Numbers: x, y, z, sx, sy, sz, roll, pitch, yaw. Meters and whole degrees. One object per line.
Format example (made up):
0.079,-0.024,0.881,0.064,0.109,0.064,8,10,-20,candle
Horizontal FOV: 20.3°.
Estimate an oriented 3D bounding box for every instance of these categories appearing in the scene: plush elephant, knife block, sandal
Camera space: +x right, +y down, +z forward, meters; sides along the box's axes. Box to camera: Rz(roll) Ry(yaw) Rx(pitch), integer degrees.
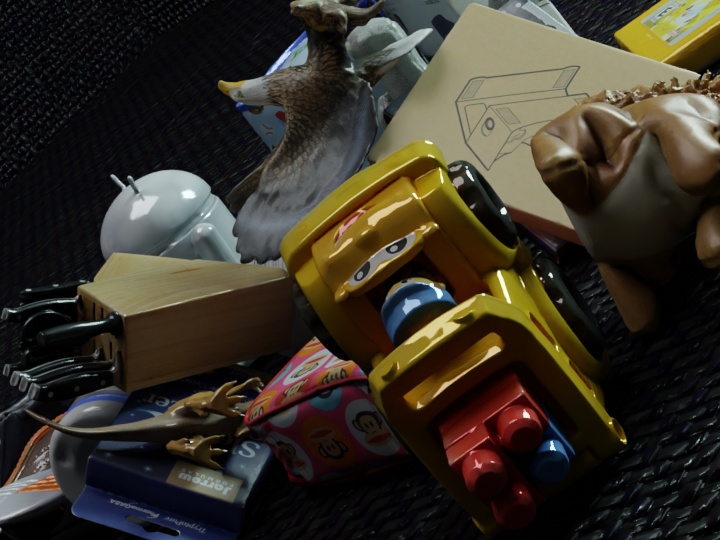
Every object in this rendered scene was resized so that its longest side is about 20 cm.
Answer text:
0.096,-0.124,1.667,0.164,0.201,0.155,-25,-8,-7,plush elephant
-0.160,0.049,1.497,0.199,0.064,0.176,6,23,6,knife block
-0.233,0.191,1.678,0.079,0.060,0.206,-5,11,34,sandal

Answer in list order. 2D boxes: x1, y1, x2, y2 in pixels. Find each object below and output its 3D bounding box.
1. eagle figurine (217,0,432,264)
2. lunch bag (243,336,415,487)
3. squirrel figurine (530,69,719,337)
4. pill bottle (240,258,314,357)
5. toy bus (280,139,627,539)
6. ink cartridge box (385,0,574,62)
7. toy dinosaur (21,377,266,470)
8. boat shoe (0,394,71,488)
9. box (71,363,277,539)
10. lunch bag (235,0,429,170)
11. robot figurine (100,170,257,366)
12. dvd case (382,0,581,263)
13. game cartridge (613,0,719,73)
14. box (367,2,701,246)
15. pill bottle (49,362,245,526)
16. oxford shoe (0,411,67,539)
-0.040,-0.115,1.550,0.151,0.201,0.151,15,18,40,eagle figurine
0.029,0.060,1.386,0.200,0.082,0.176,-21,21,49,lunch bag
0.215,-0.081,1.276,0.186,0.142,0.200,-29,19,10,squirrel figurine
0.000,0.000,1.571,0.114,0.115,0.200,-47,17,-32,pill bottle
0.056,0.053,1.137,0.135,0.200,0.192,-35,22,12,toy bus
0.106,-0.235,1.862,0.084,0.200,0.145,-44,16,-12,ink cartridge box
-0.130,0.113,1.442,0.199,0.061,0.106,-6,-1,-23,toy dinosaur
-0.324,0.190,1.809,0.200,0.093,0.075,-44,16,-22,boat shoe
-0.123,0.129,1.486,0.200,0.121,0.033,-63,-12,-56,box
0.009,-0.167,1.941,0.124,0.170,0.200,-18,25,44,lunch bag
-0.151,-0.006,1.775,0.113,0.200,0.169,-45,17,-25,robot figurine
0.135,-0.111,1.528,0.150,0.025,0.200,-41,56,-11,dvd case
0.314,-0.232,1.692,0.200,0.032,0.176,-37,15,7,game cartridge
0.129,-0.109,1.498,0.199,0.021,0.164,21,64,27,box
-0.166,0.108,1.640,0.114,0.114,0.200,-30,16,28,pill bottle
-0.268,0.195,1.746,0.073,0.071,0.200,15,57,48,oxford shoe
